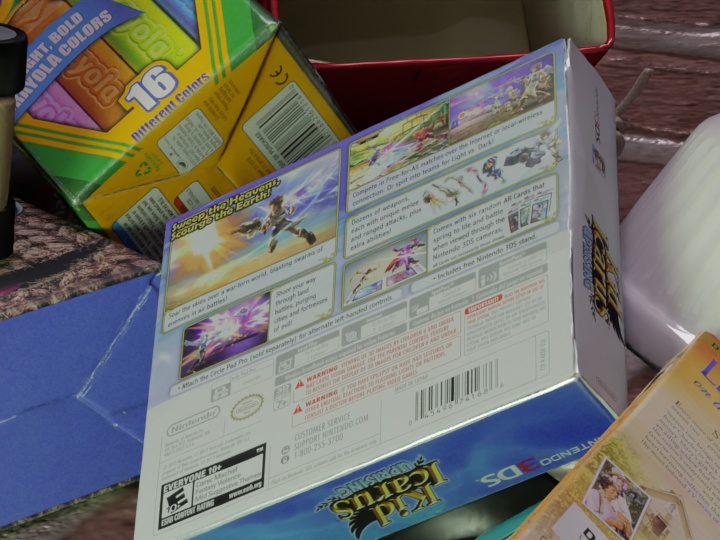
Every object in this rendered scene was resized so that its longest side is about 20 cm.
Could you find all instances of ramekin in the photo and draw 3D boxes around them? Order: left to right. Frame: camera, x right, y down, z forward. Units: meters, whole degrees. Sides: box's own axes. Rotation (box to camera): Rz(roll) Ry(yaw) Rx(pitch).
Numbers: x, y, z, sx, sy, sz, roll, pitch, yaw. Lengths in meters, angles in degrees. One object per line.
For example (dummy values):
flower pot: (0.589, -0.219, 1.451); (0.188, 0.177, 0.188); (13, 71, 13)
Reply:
ramekin: (0.193, 0.012, 1.142); (0.202, 0.094, 0.202); (26, 12, -6)

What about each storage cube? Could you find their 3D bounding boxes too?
storage cube: (0.021, -0.163, 1.531); (0.199, 0.172, 0.180); (-4, -13, -12)

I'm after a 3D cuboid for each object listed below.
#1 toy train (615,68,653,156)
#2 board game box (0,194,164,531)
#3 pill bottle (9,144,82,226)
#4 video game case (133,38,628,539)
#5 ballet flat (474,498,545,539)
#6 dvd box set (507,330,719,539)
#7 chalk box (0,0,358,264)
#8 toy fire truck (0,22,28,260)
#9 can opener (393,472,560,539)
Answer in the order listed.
toy train: (0.054, 0.009, 1.188); (0.085, 0.200, 0.116); (35, 24, -22)
board game box: (-0.201, 0.035, 1.249); (0.159, 0.097, 0.200); (-19, 26, -35)
pill bottle: (-0.211, -0.046, 1.440); (0.110, 0.111, 0.200); (13, 27, 36)
video game case: (0.008, 0.020, 1.125); (0.199, 0.045, 0.182); (-23, 41, 24)
ballet flat: (0.030, 0.129, 1.012); (0.199, 0.072, 0.072); (-22, 26, -16)
dvd box set: (0.124, 0.115, 0.970); (0.029, 0.146, 0.200); (-43, -2, 33)
chalk box: (-0.108, -0.089, 1.342); (0.124, 0.125, 0.200); (-42, 48, -4)
toy fire truck: (-0.257, -0.054, 1.219); (0.199, 0.129, 0.176); (-1, 19, -23)
can opener: (0.110, 0.107, 1.098); (0.199, 0.079, 0.063); (-1, -18, -5)
